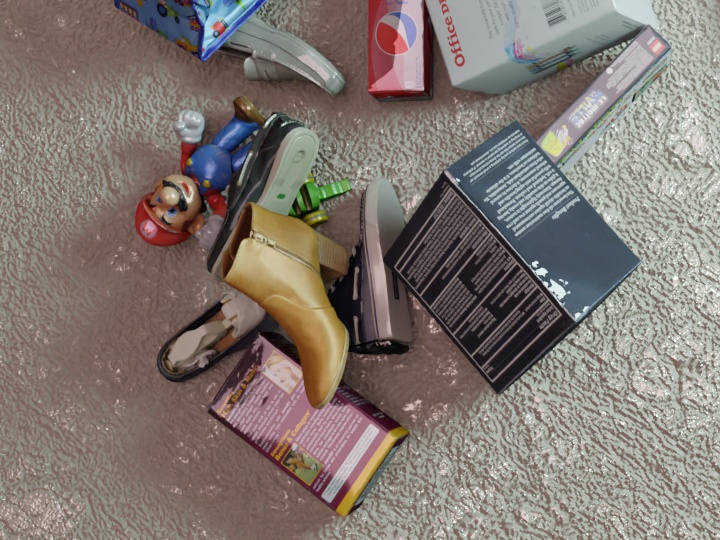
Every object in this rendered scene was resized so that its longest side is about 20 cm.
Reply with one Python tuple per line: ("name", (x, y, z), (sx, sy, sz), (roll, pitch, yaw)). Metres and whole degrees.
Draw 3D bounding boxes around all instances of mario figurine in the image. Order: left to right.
("mario figurine", (-0.183, -0.108, 1.500), (0.200, 0.106, 0.124), (-44, 40, 0))

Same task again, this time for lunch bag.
("lunch bag", (-0.170, -0.357, 1.501), (0.150, 0.095, 0.200), (33, 58, 25))

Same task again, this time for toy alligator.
("toy alligator", (-0.107, -0.066, 1.510), (0.198, 0.054, 0.060), (-21, 83, 11))

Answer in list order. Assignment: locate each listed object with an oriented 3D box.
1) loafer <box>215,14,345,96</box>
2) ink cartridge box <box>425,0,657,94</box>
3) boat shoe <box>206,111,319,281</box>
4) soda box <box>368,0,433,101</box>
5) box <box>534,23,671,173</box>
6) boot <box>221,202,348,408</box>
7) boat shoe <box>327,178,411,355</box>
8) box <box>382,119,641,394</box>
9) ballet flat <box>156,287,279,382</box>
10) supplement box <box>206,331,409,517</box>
("loafer", (-0.107, -0.248, 1.512), (0.199, 0.070, 0.070), (31, 88, 22))
("ink cartridge box", (0.186, -0.293, 1.383), (0.198, 0.144, 0.147), (-20, 82, 29))
("boat shoe", (-0.119, -0.081, 1.458), (0.067, 0.072, 0.202), (36, 103, 31))
("soda box", (0.046, -0.298, 1.481), (0.069, 0.063, 0.203), (-1, 88, 13))
("box", (0.253, -0.171, 1.404), (0.035, 0.110, 0.200), (45, 97, 11))
("boot", (-0.085, 0.037, 1.388), (0.071, 0.143, 0.204), (-29, 49, 48))
("boat shoe", (0.000, 0.000, 1.477), (0.092, 0.074, 0.203), (-11, 74, 29))
("box", (0.154, -0.009, 1.362), (0.123, 0.200, 0.199), (-34, 79, -30))
("ballet flat", (-0.158, 0.065, 1.509), (0.199, 0.073, 0.074), (-35, 81, 9))
("supplement box", (-0.058, 0.171, 1.472), (0.199, 0.086, 0.111), (36, 95, 12))
